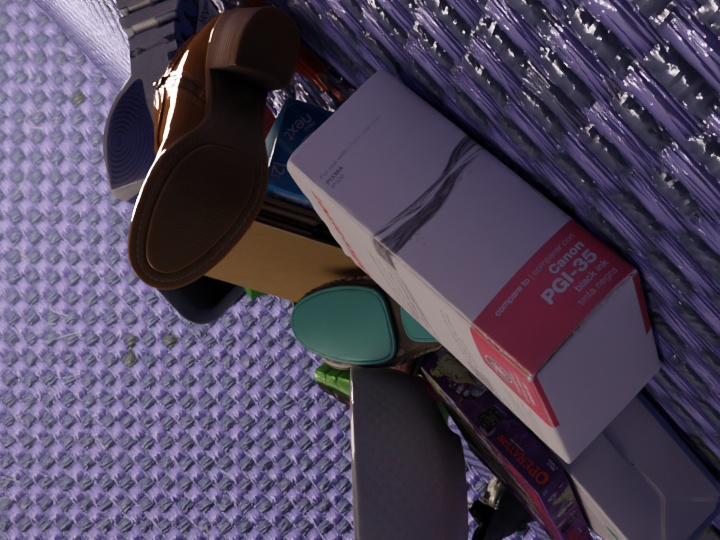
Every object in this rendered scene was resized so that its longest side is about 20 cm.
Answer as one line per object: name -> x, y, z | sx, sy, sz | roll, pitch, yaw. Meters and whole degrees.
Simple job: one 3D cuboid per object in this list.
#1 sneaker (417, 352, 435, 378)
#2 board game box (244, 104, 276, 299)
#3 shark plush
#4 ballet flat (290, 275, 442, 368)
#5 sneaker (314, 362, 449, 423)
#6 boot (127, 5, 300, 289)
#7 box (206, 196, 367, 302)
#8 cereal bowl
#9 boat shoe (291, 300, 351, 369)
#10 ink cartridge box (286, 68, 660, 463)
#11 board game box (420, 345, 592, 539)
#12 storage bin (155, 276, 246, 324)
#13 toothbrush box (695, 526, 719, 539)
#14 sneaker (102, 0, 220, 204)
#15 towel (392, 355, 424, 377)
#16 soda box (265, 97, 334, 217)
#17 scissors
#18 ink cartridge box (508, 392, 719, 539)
sneaker -> 0.049, 0.058, 1.344 | 0.080, 0.086, 0.200 | 48, 174, -16
board game box -> -0.117, -0.097, 1.236 | 0.154, 0.040, 0.202 | 55, 157, 36
shark plush -> 0.147, 0.177, 1.102 | 0.083, 0.092, 0.199 | 30, -158, 28
ballet flat -> 0.040, 0.031, 0.987 | 0.198, 0.075, 0.069 | -9, 93, 44
sneaker -> 0.016, 0.128, 1.273 | 0.200, 0.076, 0.085 | 29, 132, 61
boot -> -0.114, -0.079, 0.924 | 0.073, 0.202, 0.154 | 32, 166, -24
box -> -0.062, -0.012, 1.051 | 0.161, 0.022, 0.200 | 17, 164, -18
cereal bowl -> 0.035, 0.172, 1.022 | 0.200, 0.082, 0.204 | 179, 90, -88
boat shoe -> -0.034, -0.008, 1.269 | 0.062, 0.073, 0.203 | 78, 180, -78
ink cartridge box -> 0.066, -0.003, 0.783 | 0.200, 0.083, 0.147 | 43, 174, 29
board game box -> 0.108, 0.133, 0.980 | 0.120, 0.032, 0.200 | 42, 172, 27
storage bin -> -0.114, -0.042, 1.421 | 0.146, 0.200, 0.134 | 45, -174, 8
toothbrush box -> 0.316, 0.311, 1.129 | 0.146, 0.086, 0.200 | 44, 175, 28
sneaker -> -0.133, -0.142, 1.083 | 0.080, 0.202, 0.115 | -10, 157, 29
towel -> 0.000, 0.000, 1.141 | 0.147, 0.021, 0.202 | 105, 144, -63
soda box -> -0.051, -0.061, 1.045 | 0.063, 0.069, 0.200 | 16, 165, -10
scissors -> -0.019, -0.126, 0.940 | 0.200, 0.014, 0.073 | 44, 172, 16
ink cartridge box -> 0.162, 0.124, 0.992 | 0.137, 0.076, 0.200 | 49, 173, -6
